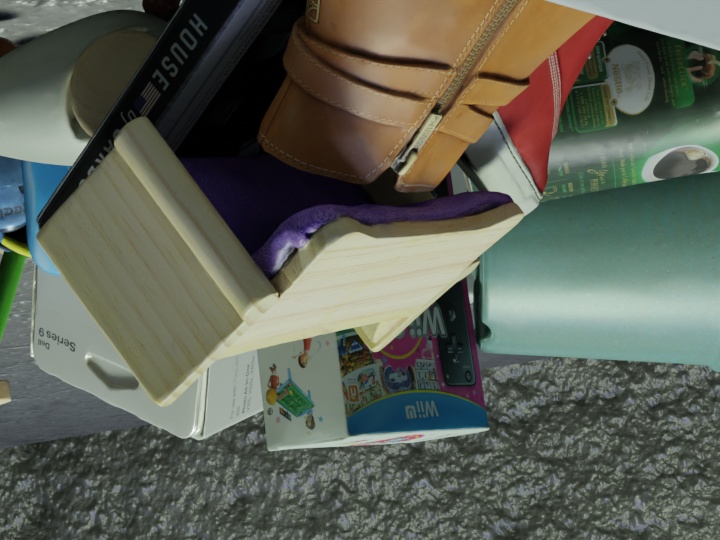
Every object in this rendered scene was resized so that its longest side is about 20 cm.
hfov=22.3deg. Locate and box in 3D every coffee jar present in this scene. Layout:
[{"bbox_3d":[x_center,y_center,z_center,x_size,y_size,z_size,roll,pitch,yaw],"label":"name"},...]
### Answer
[{"bbox_3d":[0.151,-0.093,0.995,0.198,0.086,0.104,-9,164,6],"label":"coffee jar"}]

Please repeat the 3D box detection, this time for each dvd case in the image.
[{"bbox_3d":[-0.027,-0.080,0.745,0.151,0.025,0.199,-51,163,31],"label":"dvd case"}]

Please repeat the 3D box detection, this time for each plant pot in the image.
[{"bbox_3d":[0.165,-0.027,1.118,0.194,0.202,0.200,-2,171,1],"label":"plant pot"}]

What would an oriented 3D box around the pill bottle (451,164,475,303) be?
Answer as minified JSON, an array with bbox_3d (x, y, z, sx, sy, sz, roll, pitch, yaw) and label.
[{"bbox_3d":[0.015,-0.009,1.308,0.113,0.115,0.199,-1,169,-38],"label":"pill bottle"}]

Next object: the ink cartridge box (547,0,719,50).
[{"bbox_3d":[0.125,-0.161,0.551,0.199,0.041,0.200,6,132,-48],"label":"ink cartridge box"}]

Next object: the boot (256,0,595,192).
[{"bbox_3d":[0.060,-0.097,0.677,0.199,0.156,0.074,10,-156,-35],"label":"boot"}]

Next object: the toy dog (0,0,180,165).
[{"bbox_3d":[-0.146,-0.096,0.784,0.198,0.097,0.132,10,170,-14],"label":"toy dog"}]

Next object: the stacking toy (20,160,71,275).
[{"bbox_3d":[-0.117,-0.059,0.973,0.109,0.117,0.200,-5,-178,-4],"label":"stacking toy"}]

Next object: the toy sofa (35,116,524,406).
[{"bbox_3d":[-0.023,-0.019,0.713,0.098,0.083,0.200,-44,166,22],"label":"toy sofa"}]

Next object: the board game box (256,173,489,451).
[{"bbox_3d":[0.000,0.000,1.068,0.064,0.202,0.147,-12,171,35],"label":"board game box"}]

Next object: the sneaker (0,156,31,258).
[{"bbox_3d":[-0.198,-0.037,1.061,0.065,0.079,0.200,-9,173,-4],"label":"sneaker"}]

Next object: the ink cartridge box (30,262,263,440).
[{"bbox_3d":[-0.087,0.018,1.143,0.144,0.088,0.199,20,-153,32],"label":"ink cartridge box"}]

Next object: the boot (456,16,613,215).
[{"bbox_3d":[0.091,-0.102,0.811,0.144,0.073,0.200,-42,164,0],"label":"boot"}]

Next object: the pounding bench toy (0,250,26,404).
[{"bbox_3d":[-0.278,0.034,1.171,0.199,0.158,0.124,-1,169,-39],"label":"pounding bench toy"}]
